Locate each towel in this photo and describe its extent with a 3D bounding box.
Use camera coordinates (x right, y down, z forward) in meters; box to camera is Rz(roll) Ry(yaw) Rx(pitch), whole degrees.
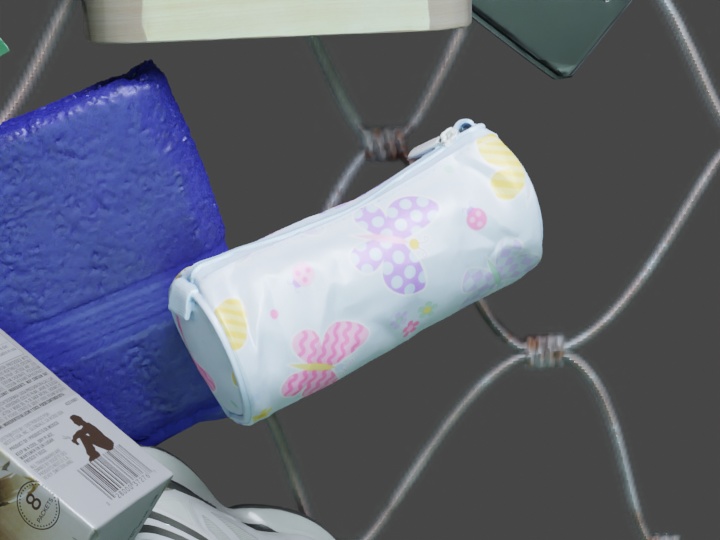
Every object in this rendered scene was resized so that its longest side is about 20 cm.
[{"bbox_3d":[-0.138,0.005,0.829,0.146,0.050,0.202,-22,115,-8],"label":"towel"}]

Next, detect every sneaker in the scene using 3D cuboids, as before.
[{"bbox_3d":[-0.065,0.182,0.853,0.076,0.116,0.200,-45,130,14],"label":"sneaker"}]

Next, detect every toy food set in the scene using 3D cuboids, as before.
[{"bbox_3d":[-0.043,-0.189,0.769,0.197,0.060,0.146,-3,103,-4],"label":"toy food set"}]

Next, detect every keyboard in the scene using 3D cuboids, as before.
[{"bbox_3d":[0.073,-0.201,0.816,0.199,0.021,0.127,34,105,-23],"label":"keyboard"}]

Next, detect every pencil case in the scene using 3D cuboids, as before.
[{"bbox_3d":[0.000,0.000,0.810,0.199,0.083,0.091,-29,133,-18],"label":"pencil case"}]

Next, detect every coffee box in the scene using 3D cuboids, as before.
[{"bbox_3d":[-0.207,0.089,0.765,0.199,0.080,0.114,37,114,11],"label":"coffee box"}]

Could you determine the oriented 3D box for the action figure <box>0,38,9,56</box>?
[{"bbox_3d":[-0.271,-0.157,0.736,0.117,0.055,0.201,-31,109,2],"label":"action figure"}]
